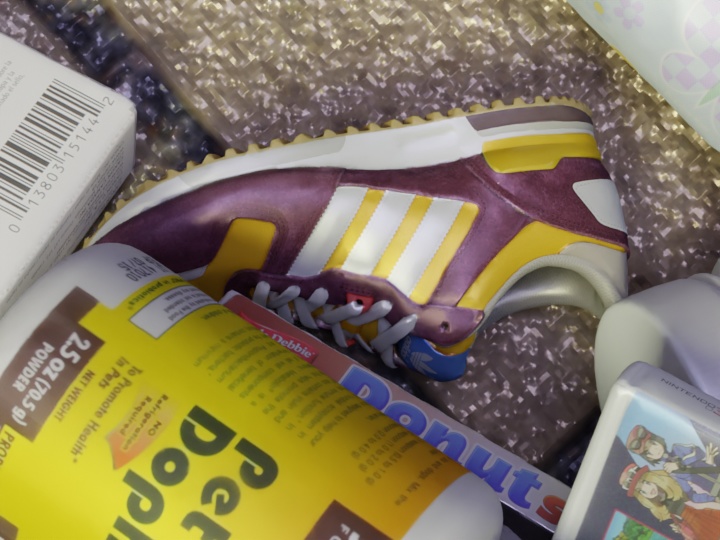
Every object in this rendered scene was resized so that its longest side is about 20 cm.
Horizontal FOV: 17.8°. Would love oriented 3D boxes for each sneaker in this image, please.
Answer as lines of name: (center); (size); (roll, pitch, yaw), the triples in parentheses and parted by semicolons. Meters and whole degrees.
sneaker: (0.000, 0.000, 0.826); (0.199, 0.075, 0.091); (-14, 77, -6)

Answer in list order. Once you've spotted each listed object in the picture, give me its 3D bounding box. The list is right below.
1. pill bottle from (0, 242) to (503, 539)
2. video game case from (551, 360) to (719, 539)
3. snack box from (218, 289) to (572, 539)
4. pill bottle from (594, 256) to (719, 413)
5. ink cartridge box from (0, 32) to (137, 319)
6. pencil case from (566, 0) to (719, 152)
pill bottle: (-0.031, 0.085, 0.735); (0.199, 0.109, 0.110); (33, 80, 14)
video game case: (0.133, 0.151, 0.739); (0.182, 0.023, 0.201); (28, 123, 16)
snack box: (0.027, 0.083, 0.802); (0.199, 0.072, 0.024); (30, 50, 10)
pill bottle: (0.191, 0.027, 0.803); (0.199, 0.113, 0.114); (-17, 83, -17)
ink cartridge box: (-0.202, -0.017, 0.798); (0.176, 0.045, 0.200); (28, 61, 8)
pencil case: (0.128, -0.112, 0.846); (0.200, 0.083, 0.091); (47, 124, 3)
